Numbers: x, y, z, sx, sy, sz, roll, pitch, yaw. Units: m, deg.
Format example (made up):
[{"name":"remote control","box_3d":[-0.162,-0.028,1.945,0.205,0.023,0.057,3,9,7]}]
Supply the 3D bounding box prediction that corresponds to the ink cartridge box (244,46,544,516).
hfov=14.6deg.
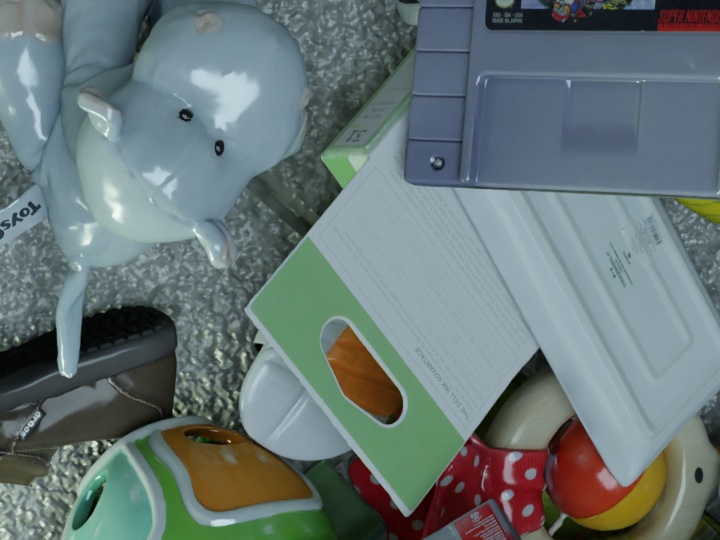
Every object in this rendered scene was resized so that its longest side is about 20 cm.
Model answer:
[{"name":"ink cartridge box","box_3d":[0.032,-0.004,1.353,0.200,0.048,0.146,-49,118,-22]}]

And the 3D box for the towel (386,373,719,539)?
[{"name":"towel","box_3d":[0.100,0.120,1.479,0.200,0.018,0.086,36,98,-18]}]

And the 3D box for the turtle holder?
[{"name":"turtle holder","box_3d":[-0.085,0.158,1.402,0.140,0.132,0.186,-19,155,-22]}]

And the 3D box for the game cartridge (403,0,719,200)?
[{"name":"game cartridge","box_3d":[0.115,-0.098,1.265,0.199,0.038,0.130,3,91,30]}]

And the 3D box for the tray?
[{"name":"tray","box_3d":[0.123,-0.002,1.379,0.107,0.022,0.201,-43,115,-30]}]

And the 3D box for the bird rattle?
[{"name":"bird rattle","box_3d":[0.102,0.115,1.434,0.200,0.113,0.163,41,80,-15]}]

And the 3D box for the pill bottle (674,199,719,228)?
[{"name":"pill bottle","box_3d":[0.200,-0.071,1.360,0.200,0.114,0.115,28,102,-38]}]

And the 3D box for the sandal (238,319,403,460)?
[{"name":"sandal","box_3d":[0.006,0.004,1.411,0.079,0.059,0.207,41,76,-27]}]

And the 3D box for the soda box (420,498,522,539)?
[{"name":"soda box","box_3d":[-0.002,0.190,1.318,0.199,0.070,0.064,-30,65,1]}]

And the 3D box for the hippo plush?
[{"name":"hippo plush","box_3d":[-0.109,-0.074,1.288,0.200,0.161,0.159,-45,99,-9]}]

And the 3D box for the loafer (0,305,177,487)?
[{"name":"loafer","box_3d":[-0.180,0.081,1.391,0.199,0.073,0.071,-16,109,-4]}]

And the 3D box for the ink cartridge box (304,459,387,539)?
[{"name":"ink cartridge box","box_3d":[0.010,0.208,1.470,0.104,0.059,0.200,-40,109,6]}]

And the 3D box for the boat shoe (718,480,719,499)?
[{"name":"boat shoe","box_3d":[0.258,0.055,1.429,0.070,0.066,0.200,45,75,-23]}]

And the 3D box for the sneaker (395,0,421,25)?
[{"name":"sneaker","box_3d":[0.094,-0.200,1.346,0.199,0.071,0.100,-23,115,3]}]
